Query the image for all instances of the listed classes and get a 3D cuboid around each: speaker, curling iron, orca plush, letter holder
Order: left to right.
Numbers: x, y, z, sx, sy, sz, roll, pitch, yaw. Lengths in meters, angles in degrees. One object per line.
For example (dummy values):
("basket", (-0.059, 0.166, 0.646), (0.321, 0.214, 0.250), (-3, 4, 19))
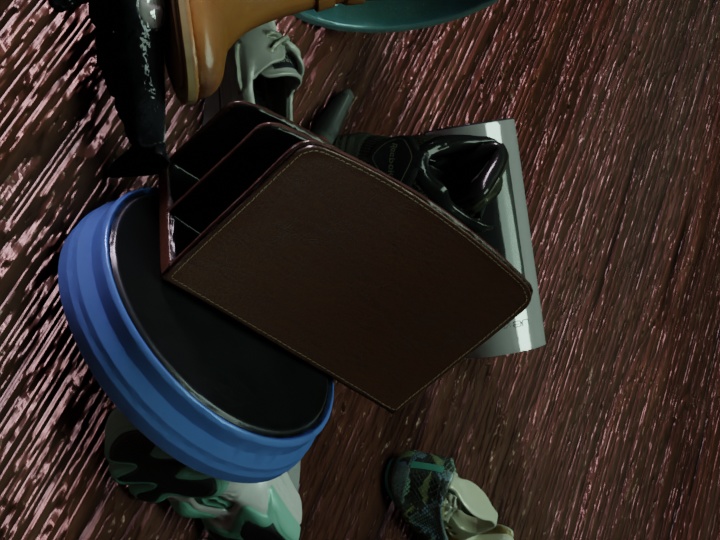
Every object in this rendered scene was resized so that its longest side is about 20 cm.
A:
("orca plush", (-0.162, -0.159, 1.080), (0.105, 0.070, 0.203), (-158, -112, -73))
("curling iron", (-0.024, -0.090, 1.281), (0.200, 0.049, 0.026), (-76, 160, -63))
("letter holder", (-0.006, -0.025, 1.072), (0.199, 0.142, 0.101), (32, 32, -32))
("speaker", (0.108, -0.026, 1.491), (0.081, 0.080, 0.202), (-13, 96, -61))

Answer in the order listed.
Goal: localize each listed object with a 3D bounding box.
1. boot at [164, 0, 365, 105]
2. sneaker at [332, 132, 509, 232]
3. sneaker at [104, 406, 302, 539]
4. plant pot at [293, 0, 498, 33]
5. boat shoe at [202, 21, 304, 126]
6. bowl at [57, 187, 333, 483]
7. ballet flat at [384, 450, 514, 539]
("boot", (-0.049, -0.180, 1.111), (0.077, 0.153, 0.201), (107, -14, -44))
("sneaker", (0.061, -0.040, 1.230), (0.200, 0.113, 0.077), (49, 45, -60))
("sneaker", (-0.096, 0.087, 1.116), (0.200, 0.077, 0.141), (51, 38, -54))
("plant pot", (0.022, -0.313, 1.300), (0.200, 0.198, 0.198), (24, 56, -57))
("boat shoe", (-0.072, -0.138, 1.203), (0.072, 0.065, 0.202), (24, 64, -57))
("bowl", (-0.095, 0.034, 1.062), (0.200, 0.039, 0.202), (37, 30, -25))
("ballet flat", (0.088, 0.217, 1.415), (0.200, 0.074, 0.075), (53, 41, -43))
